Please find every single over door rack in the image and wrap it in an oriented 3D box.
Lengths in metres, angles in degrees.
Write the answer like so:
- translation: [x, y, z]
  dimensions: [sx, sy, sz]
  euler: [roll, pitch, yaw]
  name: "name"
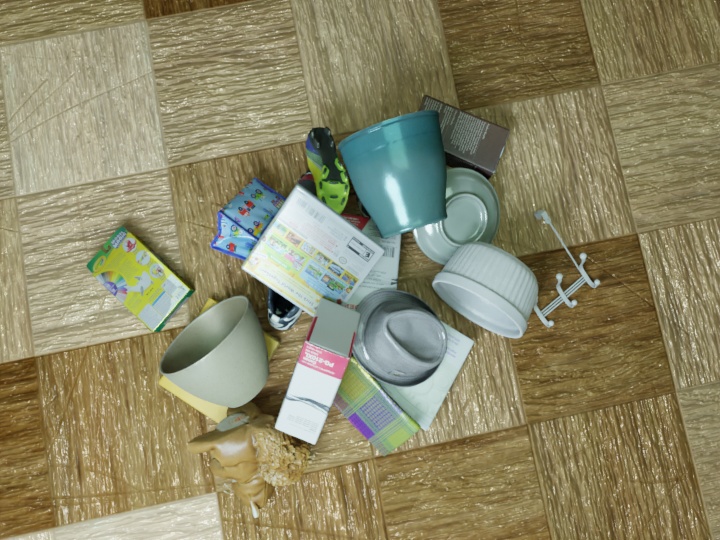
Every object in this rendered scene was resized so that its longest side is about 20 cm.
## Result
- translation: [0.386, -0.007, 1.115]
  dimensions: [0.147, 0.067, 0.202]
  euler: [-37, 86, -6]
  name: "over door rack"

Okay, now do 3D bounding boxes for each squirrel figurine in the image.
- translation: [-0.190, 0.362, 1.003]
  dimensions: [0.195, 0.142, 0.191]
  euler: [-8, 106, 21]
  name: "squirrel figurine"

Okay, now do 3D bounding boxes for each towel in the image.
- translation: [0.014, 0.262, 1.053]
  dimensions: [0.200, 0.144, 0.023]
  euler: [45, 42, 6]
  name: "towel"

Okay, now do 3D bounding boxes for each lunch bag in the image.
- translation: [-0.168, -0.070, 1.058]
  dimensions: [0.197, 0.095, 0.152]
  euler: [28, 39, 1]
  name: "lunch bag"

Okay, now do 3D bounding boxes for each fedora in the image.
- translation: [0.084, 0.123, 0.999]
  dimensions: [0.197, 0.090, 0.180]
  euler: [30, 71, -11]
  name: "fedora"

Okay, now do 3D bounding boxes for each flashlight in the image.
- translation: [-0.109, -0.135, 1.054]
  dimensions: [0.067, 0.201, 0.068]
  euler: [25, 123, -6]
  name: "flashlight"

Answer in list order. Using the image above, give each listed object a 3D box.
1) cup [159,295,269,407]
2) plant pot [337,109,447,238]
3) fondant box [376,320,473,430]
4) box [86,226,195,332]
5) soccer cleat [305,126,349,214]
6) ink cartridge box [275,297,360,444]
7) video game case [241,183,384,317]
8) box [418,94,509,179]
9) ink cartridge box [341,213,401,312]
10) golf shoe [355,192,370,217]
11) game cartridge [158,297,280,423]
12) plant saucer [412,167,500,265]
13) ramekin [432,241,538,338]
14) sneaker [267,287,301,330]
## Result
- translation: [-0.250, 0.168, 1.004]
  dimensions: [0.198, 0.200, 0.145]
  euler: [-36, 114, -5]
  name: "cup"
- translation: [0.077, -0.168, 0.997]
  dimensions: [0.195, 0.200, 0.193]
  euler: [-17, 93, -3]
  name: "plant pot"
- translation: [0.119, 0.194, 1.089]
  dimensions: [0.142, 0.058, 0.203]
  euler: [30, 83, 2]
  name: "fondant box"
- translation: [-0.453, 0.017, 1.102]
  dimensions: [0.199, 0.048, 0.118]
  euler: [43, 84, 1]
  name: "box"
- translation: [-0.064, -0.182, 1.032]
  dimensions: [0.063, 0.084, 0.204]
  euler: [-6, 63, -15]
  name: "soccer cleat"
- translation: [-0.076, 0.179, 0.960]
  dimensions: [0.083, 0.146, 0.203]
  euler: [20, 117, -2]
  name: "ink cartridge box"
- translation: [-0.085, -0.023, 0.970]
  dimensions: [0.198, 0.023, 0.183]
  euler: [35, 103, -16]
  name: "video game case"
- translation: [0.204, -0.280, 1.140]
  dimensions: [0.196, 0.075, 0.102]
  euler: [24, 83, 3]
  name: "box"
- translation: [0.000, 0.000, 1.085]
  dimensions: [0.140, 0.084, 0.206]
  euler: [7, 82, -12]
  name: "ink cartridge box"
- translation: [0.089, -0.158, 1.127]
  dimensions: [0.195, 0.078, 0.097]
  euler: [-13, 91, 6]
  name: "golf shoe"
- translation: [-0.286, 0.188, 1.096]
  dimensions: [0.174, 0.032, 0.203]
  euler: [31, 86, 2]
  name: "game cartridge"
- translation: [0.203, -0.105, 1.095]
  dimensions: [0.195, 0.050, 0.206]
  euler: [-3, 104, -12]
  name: "plant saucer"
- translation: [0.249, 0.033, 1.042]
  dimensions: [0.198, 0.200, 0.106]
  euler: [33, 79, 3]
  name: "ramekin"
- translation: [-0.127, 0.022, 1.067]
  dimensions: [0.079, 0.130, 0.201]
  euler: [33, 83, 2]
  name: "sneaker"
